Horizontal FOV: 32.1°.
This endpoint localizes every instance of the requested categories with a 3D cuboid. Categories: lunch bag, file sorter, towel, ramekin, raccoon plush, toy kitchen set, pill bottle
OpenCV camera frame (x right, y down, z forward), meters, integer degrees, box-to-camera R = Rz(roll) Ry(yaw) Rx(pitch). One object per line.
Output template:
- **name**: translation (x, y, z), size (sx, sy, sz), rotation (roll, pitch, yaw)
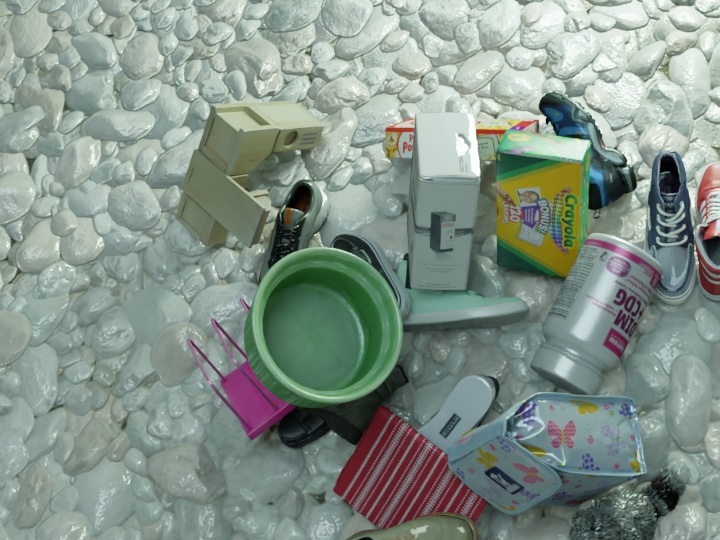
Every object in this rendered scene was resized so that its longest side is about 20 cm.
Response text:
- **lunch bag**: translation (0.225, 0.229, 1.560), size (0.198, 0.170, 0.128), rotation (8, 64, -22)
- **file sorter**: translation (-0.124, 0.103, 1.744), size (0.199, 0.126, 0.139), rotation (-37, 37, -1)
- **towel**: translation (0.067, 0.292, 1.665), size (0.199, 0.022, 0.145), rotation (36, 106, 23)
- **ramekin**: translation (-0.054, 0.080, 1.598), size (0.198, 0.098, 0.202), rotation (6, 71, -18)
- **raccoon plush**: translation (0.327, 0.295, 1.563), size (0.096, 0.134, 0.201), rotation (29, 78, 25)
- **toy kitchen set**: translation (-0.145, -0.128, 1.904), size (0.163, 0.180, 0.201), rotation (40, 122, 29)
- **pill bottle**: translation (0.313, 0.062, 1.674), size (0.113, 0.113, 0.201), rotation (25, 82, 23)

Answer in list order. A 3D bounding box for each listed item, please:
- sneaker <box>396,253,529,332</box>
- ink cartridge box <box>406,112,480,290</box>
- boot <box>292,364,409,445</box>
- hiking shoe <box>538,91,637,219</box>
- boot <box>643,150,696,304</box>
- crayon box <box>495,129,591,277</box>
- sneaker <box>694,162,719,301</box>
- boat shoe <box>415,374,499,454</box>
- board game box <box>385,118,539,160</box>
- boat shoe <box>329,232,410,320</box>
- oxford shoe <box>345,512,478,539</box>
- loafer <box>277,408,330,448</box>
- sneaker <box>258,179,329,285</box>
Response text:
- **sneaker**: translation (0.137, 0.020, 1.760), size (0.199, 0.074, 0.119), rotation (-3, 74, 17)
- **ink cartridge box**: translation (0.110, -0.093, 1.694), size (0.084, 0.201, 0.146), rotation (2, 44, -3)
- **boot**: translation (-0.036, 0.136, 1.684), size (0.131, 0.200, 0.068), rotation (-53, 31, 0)
- **hiking shoe**: translation (0.309, -0.174, 1.798), size (0.086, 0.074, 0.200), rotation (-35, 64, -2)
- **boot**: translation (0.420, -0.060, 1.712), size (0.072, 0.090, 0.202), rotation (-6, 67, 13)
- **crayon box**: translation (0.249, -0.089, 1.711), size (0.118, 0.201, 0.058), rotation (10, 42, 19)
- **sneaker**: translation (0.486, -0.071, 1.686), size (0.071, 0.113, 0.202), rotation (0, 68, 14)
- **boat shoe**: translation (0.116, 0.219, 1.693), size (0.072, 0.068, 0.201), rotation (41, 104, 19)
- **board game box**: translation (0.149, -0.190, 1.807), size (0.198, 0.151, 0.047), rotation (2, 102, 15)
- **boat shoe**: translation (0.000, 0.000, 1.779), size (0.200, 0.071, 0.072), rotation (46, 113, 48)
- **oxford shoe**: translation (0.056, 0.361, 1.617), size (0.199, 0.074, 0.071), rotation (-20, 80, 25)
- **loafer**: translation (-0.040, 0.169, 1.755), size (0.200, 0.063, 0.072), rotation (-38, 66, -3)
- **sneaker**: translation (-0.108, -0.044, 1.855), size (0.073, 0.079, 0.202), rotation (12, 73, 17)
